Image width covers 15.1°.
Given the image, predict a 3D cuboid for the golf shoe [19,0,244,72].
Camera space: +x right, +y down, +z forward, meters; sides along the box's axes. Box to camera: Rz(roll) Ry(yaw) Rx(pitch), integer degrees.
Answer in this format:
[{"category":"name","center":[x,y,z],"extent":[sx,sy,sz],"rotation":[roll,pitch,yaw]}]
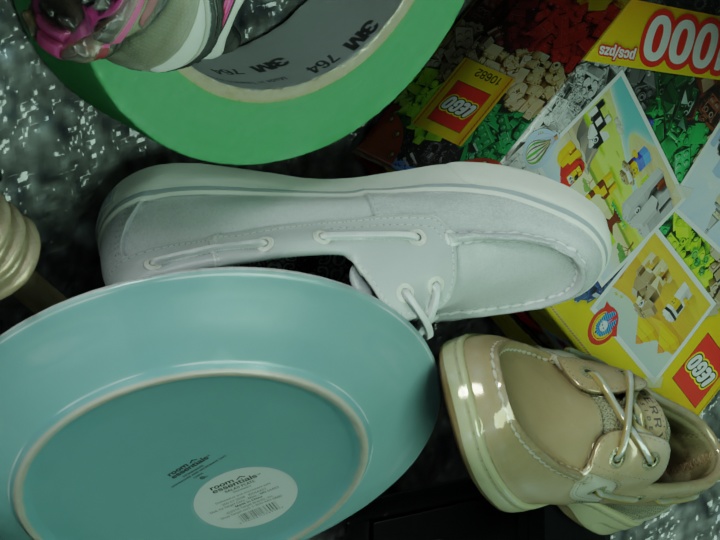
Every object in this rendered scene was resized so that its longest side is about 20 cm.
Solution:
[{"category":"golf shoe","center":[-0.046,-0.162,0.916],"extent":[0.092,0.073,0.200],"rotation":[2,119,-49]}]

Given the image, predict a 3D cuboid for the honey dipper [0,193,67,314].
[{"category":"honey dipper","center":[-0.108,0.020,1.024],"extent":[0.038,0.038,0.200],"rotation":[-53,143,-7]}]

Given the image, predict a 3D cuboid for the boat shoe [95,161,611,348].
[{"category":"boat shoe","center":[0.000,0.000,1.037],"extent":[0.200,0.069,0.072],"rotation":[7,133,-13]}]

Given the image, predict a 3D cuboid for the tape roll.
[{"category":"tape roll","center":[-0.037,-0.140,1.013],"extent":[0.200,0.048,0.201],"rotation":[-19,122,-33]}]

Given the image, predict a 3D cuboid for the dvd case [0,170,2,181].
[{"category":"dvd case","center":[-0.224,-0.039,0.919],"extent":[0.143,0.018,0.200],"rotation":[-49,134,-10]}]

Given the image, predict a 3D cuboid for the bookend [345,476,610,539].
[{"category":"bookend","center":[0.001,0.179,1.155],"extent":[0.200,0.199,0.092],"rotation":[-85,155,-44]}]

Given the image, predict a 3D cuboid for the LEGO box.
[{"category":"LEGO box","center":[0.110,-0.039,1.171],"extent":[0.149,0.077,0.200],"rotation":[-52,134,-10]}]

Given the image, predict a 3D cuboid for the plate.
[{"category":"plate","center":[-0.065,0.070,1.030],"extent":[0.200,0.026,0.200],"rotation":[-9,142,-7]}]

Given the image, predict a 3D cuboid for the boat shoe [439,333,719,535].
[{"category":"boat shoe","center":[0.092,0.062,1.097],"extent":[0.200,0.065,0.072],"rotation":[31,46,-59]}]
